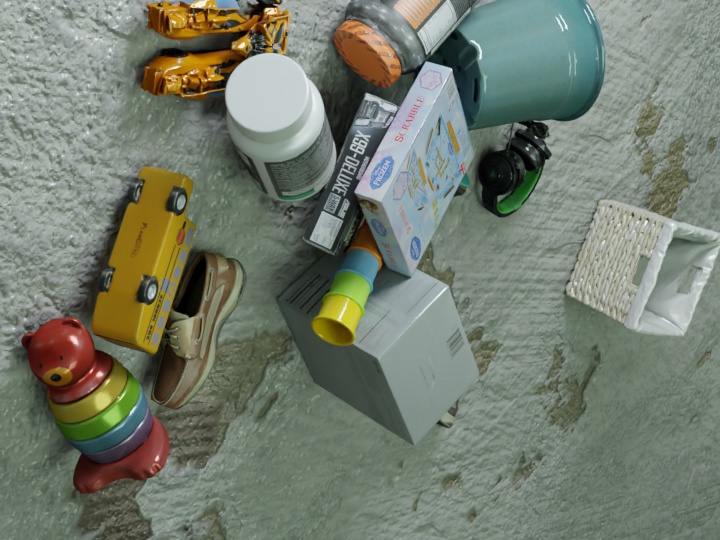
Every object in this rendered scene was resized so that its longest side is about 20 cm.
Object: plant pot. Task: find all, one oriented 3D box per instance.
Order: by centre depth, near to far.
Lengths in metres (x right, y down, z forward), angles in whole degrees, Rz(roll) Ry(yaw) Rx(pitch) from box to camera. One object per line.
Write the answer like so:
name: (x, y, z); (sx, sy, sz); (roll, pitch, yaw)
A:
plant pot: (0.192, -0.282, 1.742); (0.195, 0.200, 0.202); (-18, 124, -30)

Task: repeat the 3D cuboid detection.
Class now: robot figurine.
robot figurine: (-0.156, -0.257, 1.465); (0.199, 0.058, 0.146); (-16, 125, -41)

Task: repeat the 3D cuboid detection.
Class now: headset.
headset: (0.242, -0.158, 1.928); (0.123, 0.094, 0.201); (-39, 147, -26)

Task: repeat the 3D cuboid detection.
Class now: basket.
basket: (0.494, -0.006, 2.235); (0.199, 0.160, 0.200); (8, 105, -48)

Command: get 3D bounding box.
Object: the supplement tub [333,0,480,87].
supplement tub: (0.064, -0.333, 1.613); (0.200, 0.122, 0.123); (-48, 139, -15)

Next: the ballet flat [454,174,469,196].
ballet flat: (0.088, -0.141, 1.786); (0.068, 0.068, 0.200); (-26, 151, 18)

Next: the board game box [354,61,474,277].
board game box: (0.073, -0.125, 1.631); (0.200, 0.041, 0.200); (-62, 156, -19)

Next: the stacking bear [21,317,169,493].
stacking bear: (-0.314, 0.142, 1.485); (0.114, 0.120, 0.201); (-85, 155, -53)

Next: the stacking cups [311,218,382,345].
stacking cups: (0.000, 0.000, 1.663); (0.201, 0.060, 0.061); (-65, 146, -32)

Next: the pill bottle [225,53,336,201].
pill bottle: (-0.093, -0.164, 1.491); (0.113, 0.113, 0.200); (-53, 166, -11)

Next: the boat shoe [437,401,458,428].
boat shoe: (0.101, 0.179, 1.994); (0.074, 0.074, 0.200); (-64, 151, -13)

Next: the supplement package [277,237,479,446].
supplement package: (0.027, 0.092, 1.752); (0.147, 0.199, 0.192); (-44, 138, -21)

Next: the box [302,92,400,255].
box: (-0.005, -0.121, 1.653); (0.158, 0.049, 0.201); (-22, 136, -84)

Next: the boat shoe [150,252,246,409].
boat shoe: (-0.214, 0.069, 1.585); (0.074, 0.075, 0.201); (29, 81, -45)

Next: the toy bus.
toy bus: (-0.243, -0.012, 1.475); (0.078, 0.065, 0.202); (42, 62, -66)
